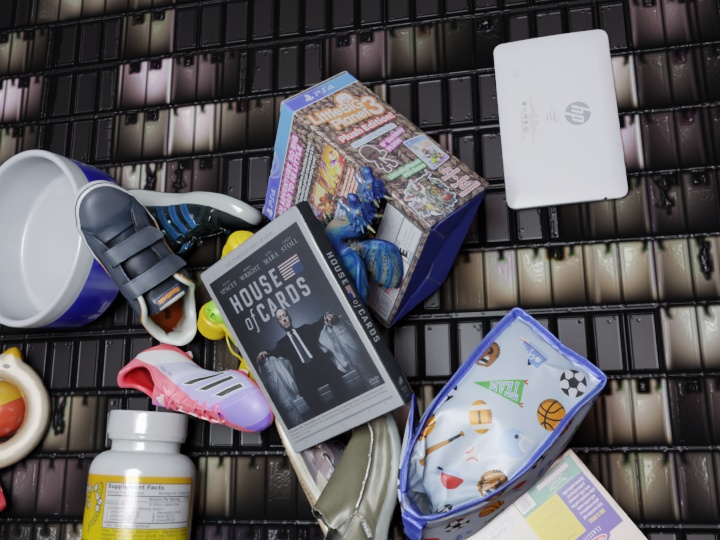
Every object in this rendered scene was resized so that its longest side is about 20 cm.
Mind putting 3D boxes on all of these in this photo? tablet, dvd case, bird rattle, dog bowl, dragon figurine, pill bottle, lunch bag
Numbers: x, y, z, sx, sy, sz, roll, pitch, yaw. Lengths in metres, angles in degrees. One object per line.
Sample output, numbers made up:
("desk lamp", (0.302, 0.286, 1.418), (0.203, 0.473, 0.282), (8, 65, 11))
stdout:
("tablet", (0.220, -0.170, 0.858), (0.129, 0.014, 0.202), (-5, 76, 12))
("dvd case", (-0.055, 0.058, 0.721), (0.150, 0.025, 0.201), (-31, 88, 36))
("bird rattle", (-0.440, 0.177, 0.888), (0.162, 0.113, 0.201), (-28, 74, -12))
("dog bowl", (-0.362, -0.033, 0.899), (0.198, 0.079, 0.203), (-4, 81, 30))
("dragon figurine", (0.000, 0.000, 0.728), (0.099, 0.202, 0.059), (13, 37, 43))
("pill bottle", (-0.232, 0.251, 0.808), (0.111, 0.113, 0.202), (0, 77, 13))
("lunch bag", (0.107, 0.158, 0.701), (0.124, 0.170, 0.200), (38, 73, 21))

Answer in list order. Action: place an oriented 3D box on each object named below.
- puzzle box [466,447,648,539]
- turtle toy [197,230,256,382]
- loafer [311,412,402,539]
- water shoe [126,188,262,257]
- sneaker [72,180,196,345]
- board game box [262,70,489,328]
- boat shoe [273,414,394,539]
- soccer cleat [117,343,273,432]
("puzzle box", (0.174, 0.289, 0.748), (0.200, 0.025, 0.133), (-40, 71, 1))
("turtle toy", (-0.081, 0.049, 0.822), (0.200, 0.101, 0.146), (45, 131, 18))
("loafer", (-0.007, 0.220, 0.720), (0.069, 0.075, 0.202), (11, 74, -14))
("water shoe", (-0.204, -0.048, 0.903), (0.198, 0.071, 0.080), (5, 80, 25))
("sneaker", (-0.231, -0.005, 0.829), (0.078, 0.201, 0.079), (-38, 34, -20))
("board game box", (0.007, -0.073, 0.796), (0.200, 0.160, 0.097), (42, 52, 18))
("boat shoe", (-0.031, 0.207, 0.796), (0.064, 0.072, 0.201), (-27, 78, -5))
("soccer cleat", (-0.175, 0.132, 0.816), (0.199, 0.076, 0.067), (19, 123, 37))
